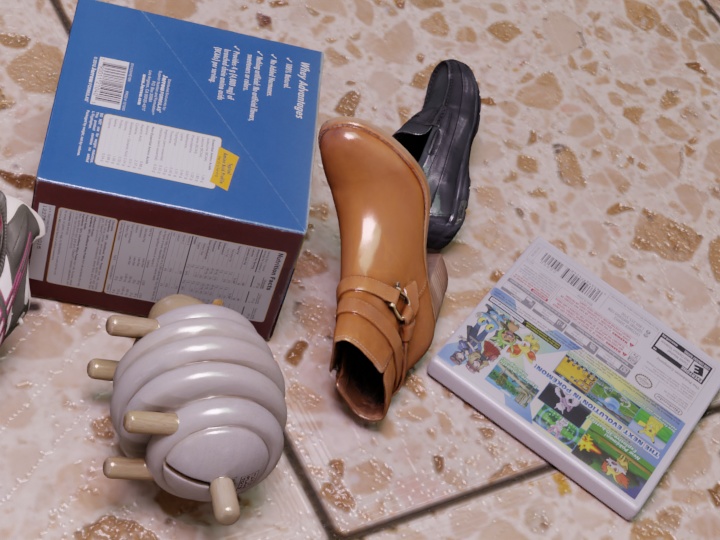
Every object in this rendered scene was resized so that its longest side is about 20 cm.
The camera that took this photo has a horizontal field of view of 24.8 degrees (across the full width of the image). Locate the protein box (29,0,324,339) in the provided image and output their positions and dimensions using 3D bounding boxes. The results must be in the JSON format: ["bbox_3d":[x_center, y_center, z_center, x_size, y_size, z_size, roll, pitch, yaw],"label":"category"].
[{"bbox_3d":[-0.144,-0.080,1.275,0.199,0.135,0.199,12,50,-10],"label":"protein box"}]

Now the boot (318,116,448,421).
[{"bbox_3d":[0.000,0.000,1.242,0.076,0.201,0.156,0,40,26],"label":"boot"}]

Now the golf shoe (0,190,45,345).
[{"bbox_3d":[-0.269,0.043,1.136,0.077,0.201,0.088,18,2,32],"label":"golf shoe"}]

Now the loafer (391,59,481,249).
[{"bbox_3d":[0.060,-0.110,1.413,0.070,0.068,0.201,20,52,-14],"label":"loafer"}]

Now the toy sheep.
[{"bbox_3d":[-0.115,0.096,1.150,0.137,0.138,0.201,0,49,-19],"label":"toy sheep"}]

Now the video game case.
[{"bbox_3d":[0.180,0.082,1.333,0.200,0.022,0.182,36,50,10],"label":"video game case"}]
